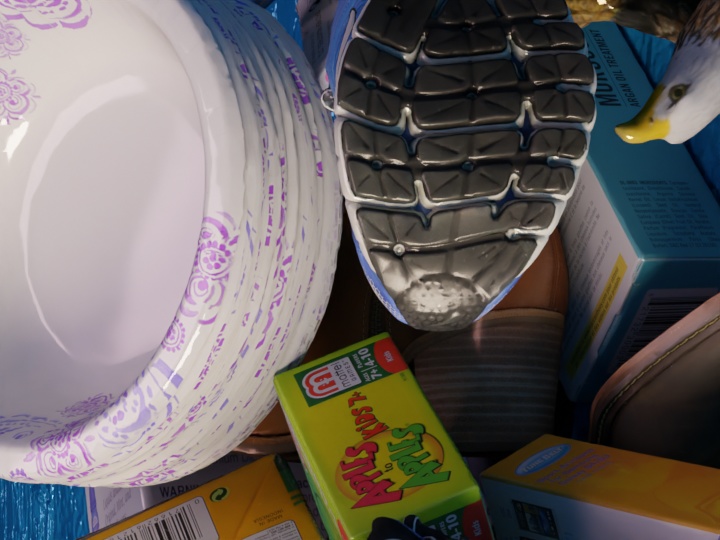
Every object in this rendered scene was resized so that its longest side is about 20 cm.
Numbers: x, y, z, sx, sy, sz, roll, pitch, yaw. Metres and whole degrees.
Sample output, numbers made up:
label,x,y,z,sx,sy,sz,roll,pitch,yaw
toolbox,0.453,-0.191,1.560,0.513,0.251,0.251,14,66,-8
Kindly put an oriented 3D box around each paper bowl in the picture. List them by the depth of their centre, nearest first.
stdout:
label,x,y,z,sx,sy,sz,roll,pitch,yaw
paper bowl,-0.091,-0.017,0.771,0.200,0.104,0.202,-6,80,37

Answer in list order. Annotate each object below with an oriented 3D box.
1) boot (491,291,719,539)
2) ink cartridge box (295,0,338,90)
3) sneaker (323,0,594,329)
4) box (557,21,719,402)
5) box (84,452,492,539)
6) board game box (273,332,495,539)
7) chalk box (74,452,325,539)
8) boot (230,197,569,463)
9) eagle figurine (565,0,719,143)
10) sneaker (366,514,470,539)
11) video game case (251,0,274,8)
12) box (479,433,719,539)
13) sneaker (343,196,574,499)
label,x,y,z,sx,sy,sz,roll,pitch,yaw
boot,0.127,0.081,0.724,0.097,0.074,0.200,52,140,19
ink cartridge box,0.051,-0.155,0.792,0.200,0.042,0.119,-50,18,16
sneaker,0.028,-0.062,0.633,0.089,0.078,0.201,98,176,-53
box,0.086,-0.047,0.817,0.083,0.049,0.201,111,150,-42
box,-0.030,0.096,0.937,0.105,0.183,0.201,131,134,-61
board game box,0.028,0.134,0.727,0.102,0.047,0.201,-122,12,-57
chalk box,-0.043,0.201,0.779,0.124,0.124,0.201,-122,11,-60
boot,0.000,0.000,0.812,0.199,0.076,0.156,-9,77,47
eagle figurine,0.143,-0.063,0.618,0.200,0.151,0.152,37,175,27
sneaker,0.034,0.121,0.599,0.079,0.199,0.090,-67,-41,-59
video game case,0.017,-0.186,0.766,0.018,0.143,0.200,43,155,2
box,0.114,0.125,0.664,0.199,0.041,0.120,5,115,52
sneaker,0.033,0.017,0.880,0.082,0.074,0.201,-35,60,35
